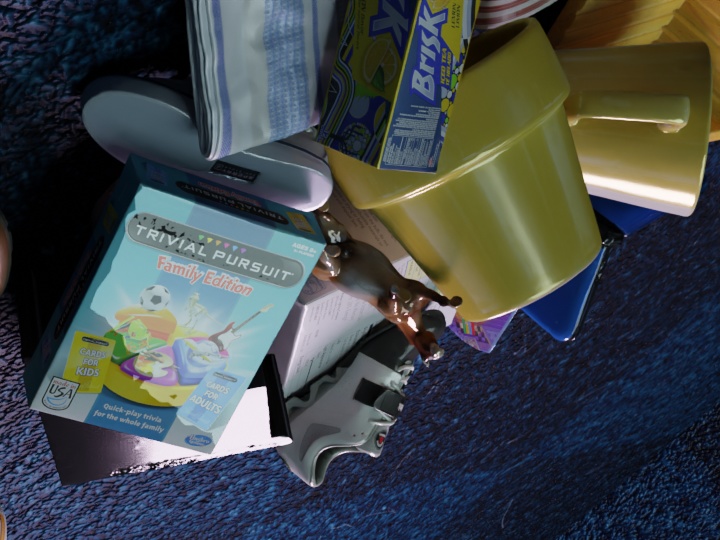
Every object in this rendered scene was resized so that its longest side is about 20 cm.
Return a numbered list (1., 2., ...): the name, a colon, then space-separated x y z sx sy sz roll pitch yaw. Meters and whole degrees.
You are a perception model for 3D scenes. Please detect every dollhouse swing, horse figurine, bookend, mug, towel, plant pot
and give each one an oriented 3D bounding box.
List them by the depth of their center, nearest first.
1. towel: -0.036 -0.167 1.204 0.200 0.024 0.147 -21 122 -35
2. plant pot: 0.093 -0.071 1.370 0.200 0.189 0.201 -28 -170 5
3. horse figurine: 0.000 0.000 1.371 0.050 0.200 0.133 -57 -176 -10
4. bookend: -0.164 0.071 1.394 0.198 0.092 0.200 -10 145 -5
5. mug: 0.216 -0.138 1.474 0.152 0.150 0.187 5 147 2
6. dollhouse swing: 0.284 -0.199 1.538 0.176 0.182 0.200 -39 167 -43

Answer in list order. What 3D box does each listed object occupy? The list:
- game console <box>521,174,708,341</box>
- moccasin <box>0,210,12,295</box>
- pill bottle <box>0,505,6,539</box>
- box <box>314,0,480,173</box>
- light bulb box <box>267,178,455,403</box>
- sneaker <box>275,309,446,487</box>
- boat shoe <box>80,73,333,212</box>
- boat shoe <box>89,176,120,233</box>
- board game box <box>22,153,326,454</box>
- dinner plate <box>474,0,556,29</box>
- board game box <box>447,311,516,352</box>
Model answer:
1. game console: 0.200 -0.054 1.622 0.118 0.200 0.171 -1 120 -35
2. moccasin: -0.312 0.016 1.223 0.201 0.074 0.078 -39 170 38
3. pill bottle: -0.383 0.209 1.456 0.116 0.117 0.200 -34 158 -4
4. box: 0.034 -0.174 1.201 0.064 0.070 0.201 1 109 -47
5. light bulb box: -0.011 -0.005 1.545 0.199 0.125 0.198 -25 157 -24
6. sneaker: 0.011 0.118 1.549 0.200 0.089 0.074 -41 157 13
7. boat shoe: -0.109 -0.113 1.246 0.201 0.086 0.075 17 137 -28
8. boat shoe: -0.121 -0.052 1.353 0.199 0.075 0.073 -21 155 -29
9. board game box: -0.138 0.030 1.261 0.151 0.047 0.200 17 116 -27
10. dinner plate: 0.145 -0.268 1.361 0.200 0.024 0.200 -31 158 -14
11. board game box: 0.087 -0.012 1.630 0.039 0.158 0.200 -21 155 -31
